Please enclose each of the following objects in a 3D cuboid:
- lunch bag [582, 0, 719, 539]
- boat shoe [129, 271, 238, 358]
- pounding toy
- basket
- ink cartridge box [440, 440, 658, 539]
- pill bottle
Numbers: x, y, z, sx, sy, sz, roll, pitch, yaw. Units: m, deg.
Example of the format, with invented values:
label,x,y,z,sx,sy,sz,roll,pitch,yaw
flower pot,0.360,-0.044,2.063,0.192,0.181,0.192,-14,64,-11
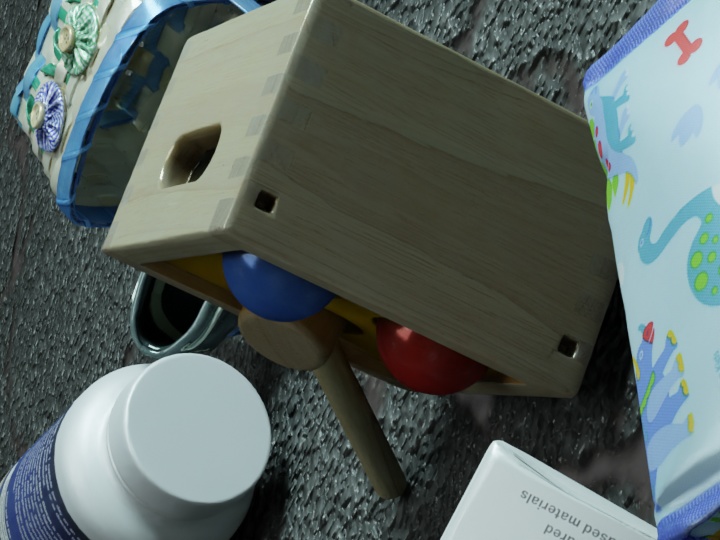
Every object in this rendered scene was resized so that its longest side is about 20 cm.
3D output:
label,x,y,z,sx,sy,sz,roll,pitch,yaw
lunch bag,0.166,-0.027,0.560,0.200,0.127,0.171,-44,38,36
boat shoe,-0.061,-0.032,1.151,0.200,0.073,0.062,-57,-12,30
pounding toy,0.000,0.000,0.913,0.200,0.183,0.143,-6,61,67
basket,-0.099,-0.083,1.246,0.200,0.139,0.177,39,121,28
ink cartridge box,0.041,0.165,0.630,0.085,0.146,0.201,28,87,24
pill bottle,-0.123,0.117,1.209,0.200,0.111,0.112,138,139,-56
